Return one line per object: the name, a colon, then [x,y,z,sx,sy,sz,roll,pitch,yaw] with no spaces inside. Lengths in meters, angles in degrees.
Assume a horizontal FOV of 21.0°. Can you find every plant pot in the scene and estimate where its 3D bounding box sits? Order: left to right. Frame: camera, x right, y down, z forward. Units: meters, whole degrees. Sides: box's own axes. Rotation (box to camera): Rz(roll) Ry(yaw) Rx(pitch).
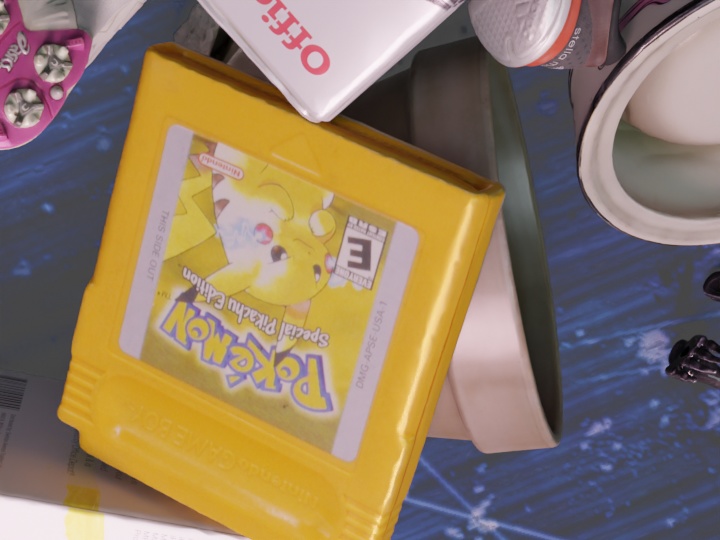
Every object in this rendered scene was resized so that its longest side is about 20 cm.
plant pot: [0.000,0.000,0.957,0.172,0.201,0.201,-10,122,11]

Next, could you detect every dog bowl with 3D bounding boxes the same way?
dog bowl: [0.191,-0.103,0.965,0.198,0.074,0.201,-11,144,-8]

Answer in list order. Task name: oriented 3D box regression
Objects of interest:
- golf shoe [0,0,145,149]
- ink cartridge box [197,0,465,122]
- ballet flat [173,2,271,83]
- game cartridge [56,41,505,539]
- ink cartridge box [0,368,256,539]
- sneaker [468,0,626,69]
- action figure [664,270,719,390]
golf shoe: [-0.135,-0.132,0.885,0.075,0.091,0.200,44,66,-12]
ink cartridge box: [0.013,-0.182,0.805,0.200,0.083,0.145,-40,94,24]
ballet flat: [-0.031,-0.139,0.927,0.071,0.072,0.201,23,111,-24]
game cartridge: [-0.043,0.022,0.874,0.175,0.032,0.202,24,111,19]
ink cartridge box: [-0.150,0.120,0.971,0.198,0.145,0.084,11,108,-6]
sneaker: [0.099,-0.187,0.890,0.081,0.077,0.202,9,87,-36]
action figure: [0.263,0.089,1.109,0.200,0.102,0.119,39,93,-27]
